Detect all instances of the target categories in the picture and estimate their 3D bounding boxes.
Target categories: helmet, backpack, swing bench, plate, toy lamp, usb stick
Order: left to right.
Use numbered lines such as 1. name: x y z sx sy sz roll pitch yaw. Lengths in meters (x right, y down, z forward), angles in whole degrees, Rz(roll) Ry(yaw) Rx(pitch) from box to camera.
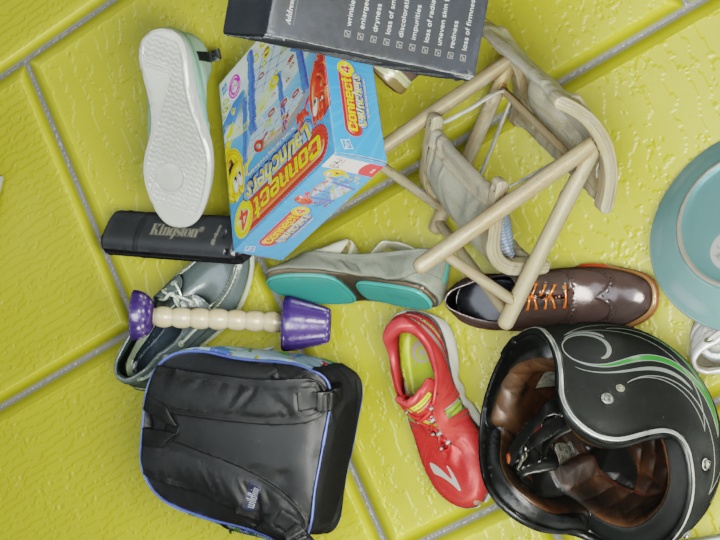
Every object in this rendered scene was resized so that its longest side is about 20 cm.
1. usb stick: -0.188 -0.035 1.600 0.200 0.033 0.056 5 55 36
2. toy lamp: -0.129 0.051 1.555 0.200 0.058 0.058 2 89 2
3. backpack: -0.105 0.164 1.520 0.200 0.147 0.183 10 93 20
4. swing bench: 0.119 -0.094 1.391 0.200 0.130 0.199 -50 33 12
5. helmet: 0.218 0.144 1.351 0.190 0.200 0.200 16 97 -19
6. plate: 0.343 -0.041 1.348 0.200 0.026 0.200 -15 59 26

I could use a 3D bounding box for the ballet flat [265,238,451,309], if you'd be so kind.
1. ballet flat: 0.000 0.000 1.530 0.200 0.067 0.064 4 61 31

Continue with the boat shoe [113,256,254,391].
1. boat shoe: -0.184 0.045 1.605 0.073 0.062 0.200 45 105 22

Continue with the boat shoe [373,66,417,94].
1. boat shoe: 0.001 -0.265 1.533 0.065 0.073 0.200 -38 77 7

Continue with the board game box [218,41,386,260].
1. board game box: -0.060 -0.142 1.480 0.200 0.056 0.196 -41 48 47

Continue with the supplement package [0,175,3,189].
1. supplement package: -0.523 -0.076 1.731 0.200 0.121 0.120 17 96 24

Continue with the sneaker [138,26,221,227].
1. sneaker: -0.176 -0.150 1.590 0.074 0.118 0.201 -1 101 10

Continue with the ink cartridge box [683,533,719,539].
1. ink cartridge box: 0.282 0.328 1.394 0.200 0.047 0.160 -15 83 21

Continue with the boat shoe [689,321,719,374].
1. boat shoe: 0.379 0.050 1.337 0.200 0.069 0.071 -24 104 26

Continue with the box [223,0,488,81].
1. box: 0.006 -0.280 1.336 0.124 0.196 0.200 20 101 64

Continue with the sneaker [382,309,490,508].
1. sneaker: 0.065 0.135 1.478 0.077 0.085 0.200 -25 78 23

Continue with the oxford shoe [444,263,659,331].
1. oxford shoe: 0.174 0.031 1.438 0.200 0.073 0.071 -5 86 24
